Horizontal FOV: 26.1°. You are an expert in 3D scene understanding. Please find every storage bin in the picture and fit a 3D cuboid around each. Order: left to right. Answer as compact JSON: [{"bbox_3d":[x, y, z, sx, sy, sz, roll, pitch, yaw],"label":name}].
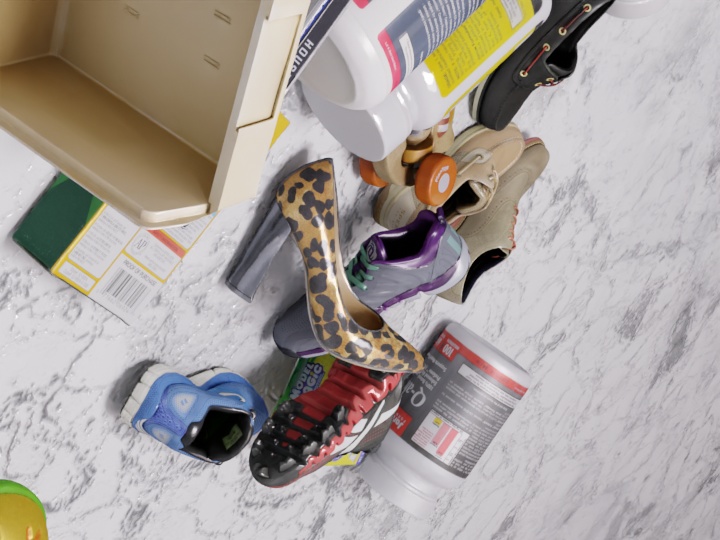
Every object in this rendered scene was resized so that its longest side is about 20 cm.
[{"bbox_3d":[-0.135,-0.159,0.917,0.093,0.198,0.201,-24,140,-49],"label":"storage bin"}]

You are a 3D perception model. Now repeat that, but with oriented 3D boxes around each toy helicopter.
[{"bbox_3d":[0.068,-0.165,1.387,0.200,0.078,0.133,-53,146,-25],"label":"toy helicopter"}]

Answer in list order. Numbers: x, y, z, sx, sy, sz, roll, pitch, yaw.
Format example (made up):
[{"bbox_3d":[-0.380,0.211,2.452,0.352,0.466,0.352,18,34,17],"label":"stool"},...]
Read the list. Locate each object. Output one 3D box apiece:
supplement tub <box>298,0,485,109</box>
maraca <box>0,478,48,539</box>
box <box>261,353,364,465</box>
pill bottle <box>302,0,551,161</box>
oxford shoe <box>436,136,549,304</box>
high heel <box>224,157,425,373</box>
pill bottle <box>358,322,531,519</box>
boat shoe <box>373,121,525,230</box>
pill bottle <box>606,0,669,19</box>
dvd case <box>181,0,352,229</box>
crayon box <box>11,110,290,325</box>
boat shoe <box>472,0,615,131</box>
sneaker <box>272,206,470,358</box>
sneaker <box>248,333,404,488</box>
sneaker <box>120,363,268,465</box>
[{"bbox_3d":[0.024,-0.230,1.146,0.200,0.140,0.141,-45,151,-16],"label":"supplement tub"},{"bbox_3d":[-0.301,0.207,1.168,0.137,0.107,0.201,-41,150,-22],"label":"maraca"},{"bbox_3d":[-0.031,0.134,1.545,0.118,0.048,0.200,-64,156,5],"label":"box"},{"bbox_3d":[0.053,-0.188,1.268,0.200,0.114,0.115,-44,151,-19],"label":"pill bottle"},{"bbox_3d":[0.141,-0.048,1.605,0.200,0.075,0.070,-51,152,-6],"label":"oxford shoe"},{"bbox_3d":[0.000,0.000,1.345,0.143,0.199,0.071,-57,-164,14],"label":"high heel"},{"bbox_3d":[0.091,0.169,1.730,0.201,0.116,0.116,-55,153,3],"label":"pill bottle"},{"bbox_3d":[0.100,-0.081,1.515,0.199,0.064,0.072,-34,147,-33],"label":"boat shoe"},{"bbox_3d":[0.250,-0.327,1.420,0.111,0.110,0.201,-43,151,-20],"label":"pill bottle"},{"bbox_3d":[-0.101,-0.142,1.041,0.201,0.150,0.025,-53,136,0],"label":"dvd case"},{"bbox_3d":[-0.151,-0.068,1.151,0.200,0.051,0.126,-51,153,-4],"label":"crayon box"},{"bbox_3d":[0.169,-0.201,1.463,0.074,0.063,0.202,-32,161,-48],"label":"boat shoe"},{"bbox_3d":[-0.002,0.004,1.414,0.199,0.075,0.088,-29,142,4],"label":"sneaker"},{"bbox_3d":[-0.024,0.143,1.427,0.200,0.071,0.098,-43,144,-34],"label":"sneaker"},{"bbox_3d":[-0.130,0.137,1.373,0.079,0.089,0.200,-58,159,9],"label":"sneaker"}]
